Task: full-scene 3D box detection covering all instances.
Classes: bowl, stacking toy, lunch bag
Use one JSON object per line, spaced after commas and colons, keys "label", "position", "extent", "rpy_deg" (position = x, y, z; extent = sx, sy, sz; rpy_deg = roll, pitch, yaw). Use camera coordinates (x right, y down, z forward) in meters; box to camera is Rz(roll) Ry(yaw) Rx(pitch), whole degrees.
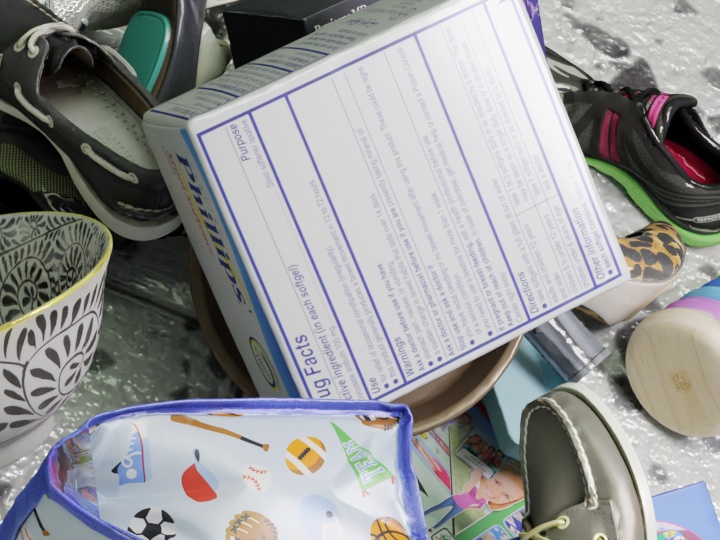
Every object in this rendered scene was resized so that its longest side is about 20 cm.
{"label": "bowl", "position": [-0.214, 0.050, 1.304], "extent": [0.200, 0.094, 0.201], "rpy_deg": [-13, 21, 5]}
{"label": "stacking toy", "position": [0.252, 0.028, 1.582], "extent": [0.085, 0.085, 0.200], "rpy_deg": [44, 43, 12]}
{"label": "lunch bag", "position": [-0.087, 0.147, 1.261], "extent": [0.199, 0.170, 0.124], "rpy_deg": [6, 54, -23]}

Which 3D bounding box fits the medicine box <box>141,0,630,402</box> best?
{"label": "medicine box", "position": [0.013, -0.040, 1.340], "extent": [0.200, 0.103, 0.183], "rpy_deg": [-26, 104, -13]}

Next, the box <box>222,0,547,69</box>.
{"label": "box", "position": [0.022, -0.123, 1.535], "extent": [0.079, 0.142, 0.200], "rpy_deg": [8, 29, 45]}

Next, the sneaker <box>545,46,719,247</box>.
{"label": "sneaker", "position": [0.177, -0.098, 1.634], "extent": [0.200, 0.084, 0.077], "rpy_deg": [32, 47, 0]}

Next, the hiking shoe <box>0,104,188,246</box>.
{"label": "hiking shoe", "position": [-0.152, -0.033, 1.446], "extent": [0.199, 0.076, 0.101], "rpy_deg": [15, 57, -3]}

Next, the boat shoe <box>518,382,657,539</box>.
{"label": "boat shoe", "position": [0.117, 0.159, 1.316], "extent": [0.060, 0.072, 0.202], "rpy_deg": [-5, 77, -36]}

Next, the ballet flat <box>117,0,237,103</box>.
{"label": "ballet flat", "position": [-0.103, -0.156, 1.494], "extent": [0.073, 0.201, 0.073], "rpy_deg": [12, 8, -2]}

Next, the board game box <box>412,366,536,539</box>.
{"label": "board game box", "position": [0.051, 0.104, 1.454], "extent": [0.134, 0.029, 0.200], "rpy_deg": [-28, 70, -37]}

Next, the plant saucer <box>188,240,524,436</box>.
{"label": "plant saucer", "position": [0.000, 0.000, 1.424], "extent": [0.199, 0.029, 0.201], "rpy_deg": [2, 78, -10]}

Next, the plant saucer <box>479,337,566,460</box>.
{"label": "plant saucer", "position": [0.087, 0.046, 1.484], "extent": [0.070, 0.019, 0.200], "rpy_deg": [24, 32, -31]}

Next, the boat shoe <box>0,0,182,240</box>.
{"label": "boat shoe", "position": [-0.165, -0.104, 1.408], "extent": [0.074, 0.060, 0.200], "rpy_deg": [-27, 65, -27]}

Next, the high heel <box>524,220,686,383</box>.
{"label": "high heel", "position": [0.125, -0.026, 1.538], "extent": [0.143, 0.071, 0.200], "rpy_deg": [48, 36, 0]}

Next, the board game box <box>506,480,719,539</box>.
{"label": "board game box", "position": [0.126, 0.206, 1.372], "extent": [0.200, 0.045, 0.135], "rpy_deg": [-12, 77, -32]}

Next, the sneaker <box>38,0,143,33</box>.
{"label": "sneaker", "position": [-0.214, -0.136, 1.499], "extent": [0.199, 0.077, 0.085], "rpy_deg": [-12, 70, -24]}
